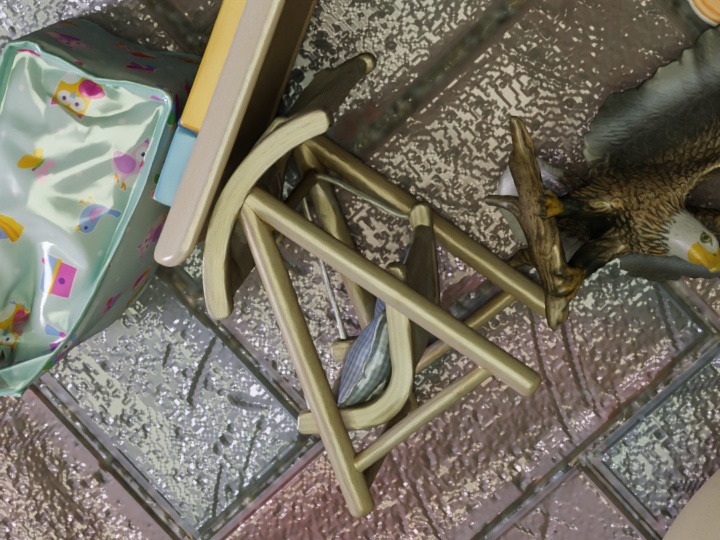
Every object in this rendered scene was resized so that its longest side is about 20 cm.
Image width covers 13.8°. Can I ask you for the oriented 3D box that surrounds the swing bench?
[{"bbox_3d":[0.000,0.000,1.671,0.130,0.199,0.200,-37,95,14],"label":"swing bench"}]

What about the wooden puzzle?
[{"bbox_3d":[-0.066,-0.103,1.652,0.037,0.200,0.185,22,101,2],"label":"wooden puzzle"}]

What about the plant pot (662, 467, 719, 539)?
[{"bbox_3d":[0.257,0.168,1.688,0.200,0.200,0.135,10,80,7],"label":"plant pot"}]

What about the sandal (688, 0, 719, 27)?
[{"bbox_3d":[0.284,-0.151,1.663,0.206,0.059,0.079,1,103,9],"label":"sandal"}]

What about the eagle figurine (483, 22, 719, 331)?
[{"bbox_3d":[0.182,-0.040,1.675,0.200,0.152,0.151,-20,66,-17],"label":"eagle figurine"}]

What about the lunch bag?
[{"bbox_3d":[-0.169,-0.034,1.704,0.122,0.170,0.200,20,102,3],"label":"lunch bag"}]
